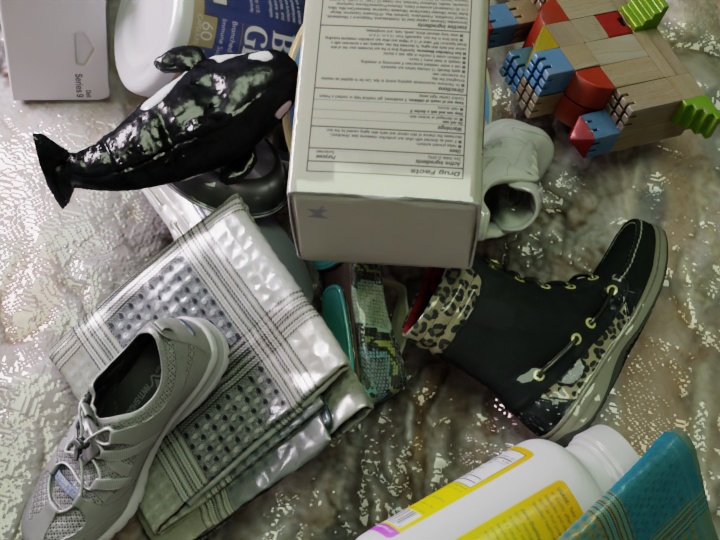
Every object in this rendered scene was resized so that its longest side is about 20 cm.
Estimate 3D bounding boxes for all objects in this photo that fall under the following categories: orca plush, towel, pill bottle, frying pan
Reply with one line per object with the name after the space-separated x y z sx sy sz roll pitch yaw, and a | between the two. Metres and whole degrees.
-0.131 -0.109 1.129 0.199 0.071 0.106 -11 90 -12 | orca plush
0.162 0.213 1.059 0.200 0.147 0.022 -38 37 -23 | towel
-0.111 0.074 1.126 0.192 0.035 0.200 -38 66 8 | towel
0.100 0.182 1.086 0.200 0.104 0.104 -27 64 -19 | pill bottle
-0.081 -0.176 1.255 0.200 0.111 0.111 8 53 -33 | pill bottle
-0.070 -0.072 1.221 0.190 0.031 0.115 18 37 -14 | frying pan

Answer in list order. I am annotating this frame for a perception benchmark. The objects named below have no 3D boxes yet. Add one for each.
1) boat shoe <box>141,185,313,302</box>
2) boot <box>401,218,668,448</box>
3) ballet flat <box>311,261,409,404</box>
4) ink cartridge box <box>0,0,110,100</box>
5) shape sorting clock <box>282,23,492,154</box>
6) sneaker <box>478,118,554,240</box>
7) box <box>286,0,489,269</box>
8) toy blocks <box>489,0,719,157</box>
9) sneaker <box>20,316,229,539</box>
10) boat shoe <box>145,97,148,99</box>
-0.111 -0.024 1.221 0.071 0.070 0.200 2 43 -55 | boat shoe
0.133 0.013 1.188 0.154 0.073 0.204 33 63 -7 | boot
0.000 0.000 1.184 0.074 0.074 0.201 -5 89 -8 | ballet flat
-0.249 -0.259 1.302 0.084 0.146 0.200 -3 58 -7 | ink cartridge box
0.026 -0.128 1.245 0.200 0.200 0.039 -41 28 -25 | shape sorting clock
0.107 -0.059 1.220 0.099 0.075 0.200 20 28 28 | sneaker
0.023 -0.114 1.107 0.128 0.109 0.200 4 67 3 | box
0.178 -0.168 1.296 0.136 0.100 0.200 -15 60 -27 | toy blocks
-0.176 0.109 1.087 0.075 0.082 0.200 34 92 28 | sneaker
-0.116 -0.220 1.331 0.072 0.076 0.200 28 61 12 | boat shoe
